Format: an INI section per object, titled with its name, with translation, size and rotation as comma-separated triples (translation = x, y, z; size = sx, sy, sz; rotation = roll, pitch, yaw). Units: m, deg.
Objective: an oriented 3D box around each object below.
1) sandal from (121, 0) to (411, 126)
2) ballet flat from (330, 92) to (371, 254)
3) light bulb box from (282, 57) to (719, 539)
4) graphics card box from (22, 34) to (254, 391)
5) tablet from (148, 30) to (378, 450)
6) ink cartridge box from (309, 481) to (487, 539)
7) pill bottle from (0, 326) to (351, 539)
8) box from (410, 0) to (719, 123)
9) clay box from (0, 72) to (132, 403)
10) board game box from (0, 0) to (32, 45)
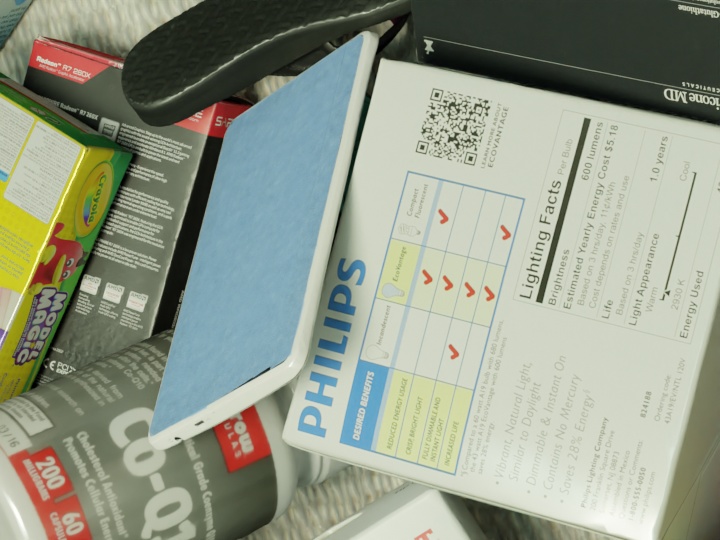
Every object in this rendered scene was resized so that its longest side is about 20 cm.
[sandal]
translation = -0.029, -0.128, 1.529
size = 0.200, 0.048, 0.076
rotation = -23, 47, 18
[ballet flat]
translation = 0.000, 0.000, 1.543
size = 0.073, 0.073, 0.201
rotation = -8, 103, 30
[light bulb box]
translation = 0.095, 0.018, 1.425
size = 0.199, 0.125, 0.199
rotation = 14, 88, 26
[graphics card box]
translation = -0.142, -0.014, 1.599
size = 0.125, 0.051, 0.201
rotation = 18, 95, 26
[tablet]
translation = -0.046, -0.015, 1.450
size = 0.014, 0.201, 0.130
rotation = 30, 143, -25
[ink cartridge box]
translation = 0.031, 0.223, 1.516
size = 0.144, 0.085, 0.201
rotation = -32, 90, 5
[pill bottle]
translation = -0.103, 0.094, 1.508
size = 0.114, 0.199, 0.114
rotation = 46, 149, 38
[box]
translation = 0.116, -0.159, 1.393
size = 0.199, 0.079, 0.142
rotation = 15, 123, 36
[clay box]
translation = -0.212, 0.001, 1.581
size = 0.115, 0.048, 0.201
rotation = 31, 104, 28
[board game box]
translation = -0.246, -0.167, 1.616
size = 0.103, 0.105, 0.200
rotation = 46, 117, 14
